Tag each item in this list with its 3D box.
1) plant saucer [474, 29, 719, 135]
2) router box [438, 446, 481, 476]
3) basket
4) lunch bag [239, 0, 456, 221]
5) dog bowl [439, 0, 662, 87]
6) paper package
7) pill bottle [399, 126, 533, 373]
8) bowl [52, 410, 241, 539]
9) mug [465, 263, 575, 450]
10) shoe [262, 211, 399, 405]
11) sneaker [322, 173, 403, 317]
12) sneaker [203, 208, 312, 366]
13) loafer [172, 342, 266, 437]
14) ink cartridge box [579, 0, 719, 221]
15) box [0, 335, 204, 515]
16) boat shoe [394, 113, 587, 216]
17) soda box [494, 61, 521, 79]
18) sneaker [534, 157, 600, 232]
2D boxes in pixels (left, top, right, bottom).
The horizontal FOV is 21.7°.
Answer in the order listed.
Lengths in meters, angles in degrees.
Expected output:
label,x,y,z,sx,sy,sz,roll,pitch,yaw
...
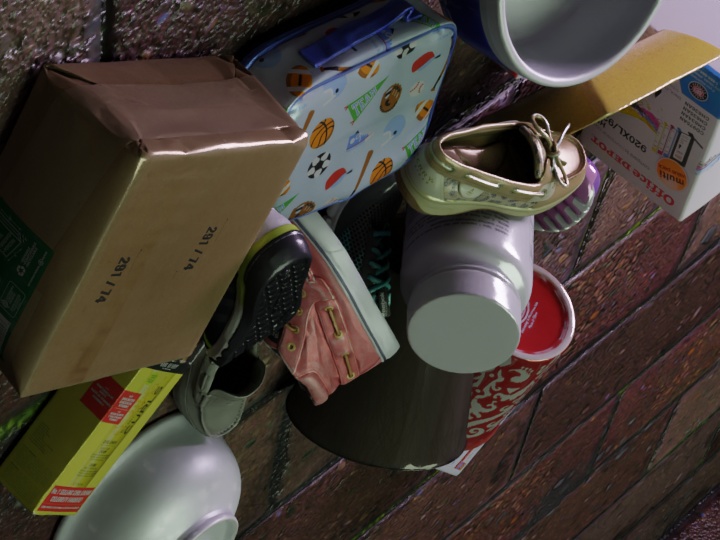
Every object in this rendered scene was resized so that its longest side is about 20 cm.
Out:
label,x,y,z,sx,sy,sz,roll,pitch,yaw
plant saucer,0.202,-0.158,1.716,0.199,0.049,0.199,-29,-176,-42
router box,0.133,0.138,2.164,0.200,0.049,0.179,-50,158,3
basket,0.037,0.064,1.741,0.136,0.179,0.201,-89,-168,-57
lunch bag,-0.017,-0.129,1.406,0.199,0.075,0.161,-31,150,-35
dog bowl,0.154,-0.248,1.443,0.199,0.079,0.201,-24,130,-31
paper package,-0.159,-0.035,1.249,0.190,0.103,0.201,-11,138,-55
pill bottle,0.091,-0.018,1.600,0.201,0.112,0.114,-84,-170,-46
bowl,-0.172,0.226,1.674,0.201,0.090,0.202,-40,156,-22
mug,0.119,0.062,1.873,0.132,0.179,0.200,4,153,-21
shoe,-0.047,0.021,1.526,0.091,0.071,0.201,-37,127,-8
sneaker,0.000,0.000,1.624,0.077,0.091,0.201,-14,139,-57
sneaker,-0.087,-0.001,1.399,0.071,0.083,0.200,-32,166,-29
loafer,-0.115,0.086,1.570,0.070,0.070,0.201,-38,154,-23
ink cartridge box,0.333,-0.185,1.877,0.144,0.147,0.201,-35,154,-30
box,-0.197,0.100,1.469,0.200,0.050,0.075,-51,159,6
boat shoe,0.121,-0.087,1.544,0.199,0.074,0.063,-12,159,-39
soda box,0.180,-0.226,1.632,0.199,0.063,0.070,-22,146,-48
sneaker,0.166,-0.078,1.775,0.088,0.081,0.200,-43,-173,-29
